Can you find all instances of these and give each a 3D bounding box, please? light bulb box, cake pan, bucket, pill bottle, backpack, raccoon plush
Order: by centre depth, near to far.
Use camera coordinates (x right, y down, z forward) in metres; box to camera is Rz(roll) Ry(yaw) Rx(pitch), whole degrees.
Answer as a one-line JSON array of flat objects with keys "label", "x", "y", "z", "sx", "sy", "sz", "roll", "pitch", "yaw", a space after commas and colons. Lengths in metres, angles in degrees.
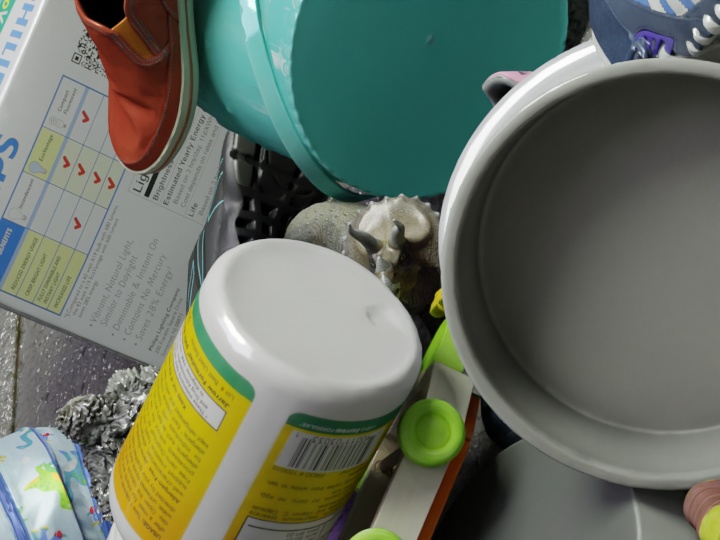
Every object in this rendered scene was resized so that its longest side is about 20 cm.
[{"label": "cake pan", "x": 0.137, "y": -0.001, "z": 1.230, "sx": 0.200, "sy": 0.200, "sz": 0.037, "roll": -54, "pitch": 4, "yaw": 19}, {"label": "cake pan", "x": 0.086, "y": 0.163, "z": 1.308, "sx": 0.200, "sy": 0.037, "sz": 0.201, "roll": -37, "pitch": 41, "yaw": 40}, {"label": "pill bottle", "x": -0.057, "y": 0.091, "z": 1.354, "sx": 0.113, "sy": 0.113, "sz": 0.200, "roll": -104, "pitch": 33, "yaw": -47}, {"label": "raccoon plush", "x": -0.077, "y": 0.062, "z": 1.445, "sx": 0.097, "sy": 0.134, "sz": 0.200, "roll": 61, "pitch": 153, "yaw": 13}, {"label": "bucket", "x": 0.004, "y": -0.140, "z": 1.511, "sx": 0.135, "sy": 0.207, "sz": 0.207, "roll": 33, "pitch": 97, "yaw": 54}, {"label": "backpack", "x": -0.173, "y": 0.185, "z": 1.556, "sx": 0.154, "sy": 0.200, "sz": 0.163, "roll": -34, "pitch": 24, "yaw": -3}, {"label": "light bulb box", "x": -0.171, "y": -0.062, "z": 1.718, "sx": 0.125, "sy": 0.200, "sz": 0.199, "roll": 19, "pitch": 85, "yaw": 59}]

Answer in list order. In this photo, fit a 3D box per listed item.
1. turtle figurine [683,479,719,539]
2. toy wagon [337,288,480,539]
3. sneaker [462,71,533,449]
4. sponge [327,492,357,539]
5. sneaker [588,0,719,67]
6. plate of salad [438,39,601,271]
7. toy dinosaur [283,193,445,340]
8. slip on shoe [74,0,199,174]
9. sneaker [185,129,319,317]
[{"label": "turtle figurine", "x": 0.168, "y": 0.159, "z": 1.144, "sx": 0.161, "sy": 0.064, "sz": 0.200, "roll": -130, "pitch": 35, "yaw": -73}, {"label": "toy wagon", "x": 0.020, "y": 0.102, "z": 1.372, "sx": 0.155, "sy": 0.040, "sz": 0.200, "roll": 132, "pitch": 163, "yaw": -75}, {"label": "sneaker", "x": 0.077, "y": -0.008, "z": 1.412, "sx": 0.070, "sy": 0.082, "sz": 0.200, "roll": -19, "pitch": 54, "yaw": 51}, {"label": "sponge", "x": -0.045, "y": 0.143, "z": 1.547, "sx": 0.111, "sy": 0.030, "sz": 0.200, "roll": -23, "pitch": 50, "yaw": 49}, {"label": "sneaker", "x": 0.169, "y": -0.108, "z": 1.250, "sx": 0.200, "sy": 0.080, "sz": 0.147, "roll": -150, "pitch": 52, "yaw": -61}, {"label": "plate of salad", "x": 0.133, "y": -0.029, "z": 1.344, "sx": 0.200, "sy": 0.048, "sz": 0.200, "roll": -12, "pitch": 60, "yaw": 21}, {"label": "toy dinosaur", "x": 0.000, "y": 0.000, "z": 1.488, "sx": 0.200, "sy": 0.077, "sz": 0.102, "roll": 17, "pitch": 124, "yaw": 62}, {"label": "slip on shoe", "x": -0.125, "y": -0.137, "z": 1.475, "sx": 0.074, "sy": 0.061, "sz": 0.200, "roll": 45, "pitch": 143, "yaw": 38}, {"label": "sneaker", "x": -0.072, "y": -0.030, "z": 1.667, "sx": 0.079, "sy": 0.075, "sz": 0.200, "roll": -21, "pitch": 52, "yaw": 53}]
